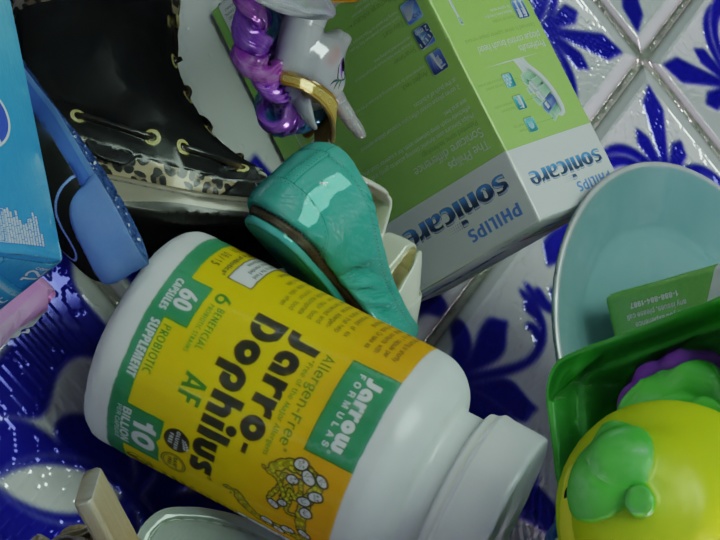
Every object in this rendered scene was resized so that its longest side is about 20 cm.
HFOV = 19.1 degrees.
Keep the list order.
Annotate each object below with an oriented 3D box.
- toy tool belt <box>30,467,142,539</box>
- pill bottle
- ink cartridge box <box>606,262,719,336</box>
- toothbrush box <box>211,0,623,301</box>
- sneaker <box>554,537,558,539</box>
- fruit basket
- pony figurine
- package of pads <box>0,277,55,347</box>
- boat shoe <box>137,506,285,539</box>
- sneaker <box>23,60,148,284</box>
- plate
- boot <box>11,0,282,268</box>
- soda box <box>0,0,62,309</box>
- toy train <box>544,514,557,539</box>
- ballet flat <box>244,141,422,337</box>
[{"bbox_3d":[-0.119,0.194,0.888,0.125,0.123,0.200,2,53,6],"label":"toy tool belt"},{"bbox_3d":[-0.019,0.072,1.005,0.200,0.113,0.113,27,43,13],"label":"pill bottle"},{"bbox_3d":[0.221,0.090,1.064,0.084,0.145,0.200,-9,84,-43],"label":"ink cartridge box"},{"bbox_3d":[0.029,-0.095,1.178,0.086,0.146,0.200,-19,80,-47],"label":"toothbrush box"},{"bbox_3d":[0.071,0.165,1.060,0.076,0.200,0.075,-53,152,-19],"label":"sneaker"},{"bbox_3d":[0.135,0.115,0.927,0.215,0.155,0.216,17,62,-36],"label":"fruit basket"},{"bbox_3d":[-0.043,-0.166,1.035,0.193,0.166,0.200,17,90,-43],"label":"pony figurine"},{"bbox_3d":[-0.240,-0.017,0.939,0.200,0.076,0.121,49,41,-11],"label":"package of pads"},{"bbox_3d":[-0.031,0.183,1.033,0.200,0.060,0.076,37,66,-10],"label":"boat shoe"},{"bbox_3d":[-0.178,-0.061,0.997,0.200,0.078,0.070,52,-3,18],"label":"sneaker"},{"bbox_3d":[0.168,0.041,1.147,0.200,0.026,0.201,12,70,-38],"label":"plate"},{"bbox_3d":[-0.096,-0.081,1.110,0.200,0.073,0.151,6,64,-32],"label":"boot"},{"bbox_3d":[-0.188,-0.081,0.920,0.064,0.068,0.200,7,60,-42],"label":"soda box"},{"bbox_3d":[0.143,0.186,1.150,0.087,0.114,0.200,45,45,-15],"label":"toy train"},{"bbox_3d":[0.000,0.000,1.083,0.067,0.200,0.070,33,74,28],"label":"ballet flat"}]
